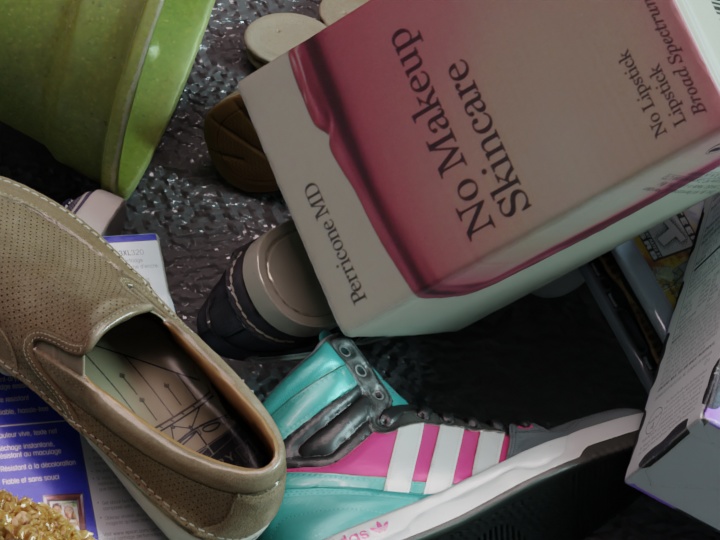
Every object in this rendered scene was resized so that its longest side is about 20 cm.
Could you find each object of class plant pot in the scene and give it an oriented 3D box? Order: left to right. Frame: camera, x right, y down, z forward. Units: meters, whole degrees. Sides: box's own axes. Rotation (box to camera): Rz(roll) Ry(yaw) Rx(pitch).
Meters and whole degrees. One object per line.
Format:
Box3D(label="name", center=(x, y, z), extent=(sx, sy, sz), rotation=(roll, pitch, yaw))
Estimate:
Box3D(label="plant pot", center=(-0.170, -0.156, 1.142), extent=(0.184, 0.200, 0.200), rotation=(19, 41, 1))

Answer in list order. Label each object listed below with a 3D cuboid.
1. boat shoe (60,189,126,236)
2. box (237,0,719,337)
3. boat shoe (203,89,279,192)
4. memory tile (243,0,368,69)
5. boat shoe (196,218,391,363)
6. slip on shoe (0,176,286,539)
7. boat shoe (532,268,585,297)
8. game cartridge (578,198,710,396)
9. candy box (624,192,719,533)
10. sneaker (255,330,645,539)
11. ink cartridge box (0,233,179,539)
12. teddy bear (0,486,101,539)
Box3D(label="boat shoe", center=(-0.180, 0.021, 1.049), extent=(0.093, 0.075, 0.200), rotation=(21, 43, 5))
Box3D(label="box", center=(0.070, -0.069, 1.000), extent=(0.109, 0.200, 0.128), rotation=(-2, 65, -61))
Box3D(label="boat shoe", center=(0.018, -0.090, 1.169), extent=(0.200, 0.074, 0.069), rotation=(-6, 25, 27))
Box3D(label="memory tile", center=(0.047, -0.099, 1.267), extent=(0.153, 0.017, 0.200), rotation=(-24, 48, -31))
Box3D(label="boat shoe", center=(0.000, 0.000, 1.102), extent=(0.200, 0.063, 0.073), rotation=(-16, 76, -51))
Box3D(label="slip on shoe", center=(-0.105, 0.028, 0.940), extent=(0.076, 0.061, 0.200), rotation=(-35, 76, -29))
Box3D(label="boat shoe", center=(0.109, -0.064, 1.168), extent=(0.071, 0.064, 0.200), rotation=(-22, 46, 31))
Box3D(label="game cartridge", center=(0.173, 0.007, 1.078), extent=(0.133, 0.042, 0.200), rotation=(-20, 73, -29))
Box3D(label="candy box", center=(0.223, 0.037, 1.018), extent=(0.168, 0.072, 0.200), rotation=(28, 54, -9))
Box3D(label="sneaker", center=(0.027, 0.075, 1.016), extent=(0.200, 0.084, 0.121), rotation=(-17, 55, -24))
Box3D(label="ink cartridge box", center=(-0.113, 0.081, 0.964), extent=(0.095, 0.037, 0.200), rotation=(-4, 65, -19))
Box3D(label="teddy bear", center=(-0.153, 0.171, 0.852), extent=(0.145, 0.067, 0.200), rotation=(31, 67, 13))
